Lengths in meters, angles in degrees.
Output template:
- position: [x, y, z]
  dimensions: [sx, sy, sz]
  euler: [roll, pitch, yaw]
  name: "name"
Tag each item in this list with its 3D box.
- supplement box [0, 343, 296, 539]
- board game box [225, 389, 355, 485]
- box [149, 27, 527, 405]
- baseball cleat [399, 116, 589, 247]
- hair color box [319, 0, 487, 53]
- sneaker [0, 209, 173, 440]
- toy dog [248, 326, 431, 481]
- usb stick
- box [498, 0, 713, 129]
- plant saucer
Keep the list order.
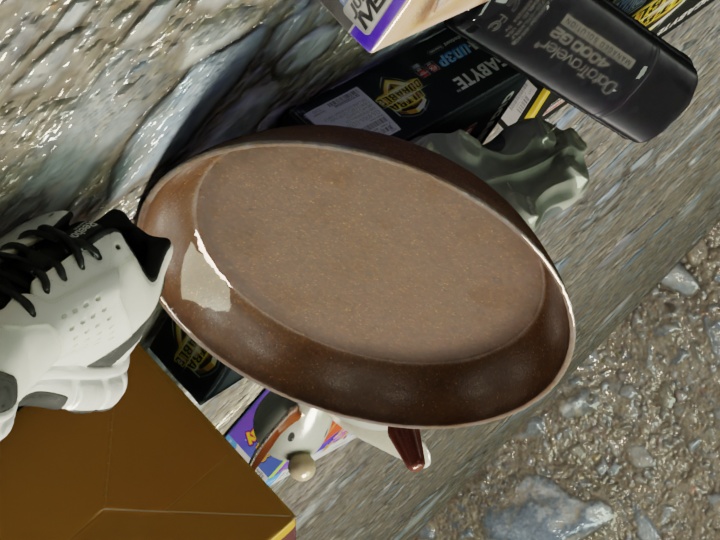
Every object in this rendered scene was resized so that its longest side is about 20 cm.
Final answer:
- position: [-0.148, 0.164, 1.009]
  dimensions: [0.197, 0.133, 0.200]
  euler: [-41, 168, -12]
  name: "supplement box"
- position: [-0.006, 0.079, 1.406]
  dimensions: [0.134, 0.045, 0.200]
  euler: [-49, 167, 26]
  name: "board game box"
- position: [-0.011, -0.031, 0.992]
  dimensions: [0.159, 0.046, 0.200]
  euler: [-32, 163, -44]
  name: "box"
- position: [0.049, -0.022, 0.944]
  dimensions: [0.106, 0.070, 0.200]
  euler: [-43, 166, 28]
  name: "baseball cleat"
- position: [0.066, -0.164, 0.742]
  dimensions: [0.200, 0.065, 0.109]
  euler: [-29, 162, -47]
  name: "hair color box"
- position: [-0.132, 0.012, 0.722]
  dimensions: [0.080, 0.074, 0.200]
  euler: [-61, 170, 11]
  name: "sneaker"
- position: [0.000, 0.078, 1.014]
  dimensions: [0.132, 0.096, 0.200]
  euler: [-9, 160, -3]
  name: "toy dog"
- position: [0.107, -0.113, 0.959]
  dimensions: [0.055, 0.033, 0.200]
  euler: [-49, 144, 15]
  name: "usb stick"
- position: [0.162, -0.175, 1.067]
  dimensions: [0.200, 0.049, 0.160]
  euler: [-36, 164, -33]
  name: "box"
- position: [0.000, 0.000, 0.852]
  dimensions: [0.200, 0.200, 0.035]
  euler: [120, -9, -55]
  name: "plant saucer"
